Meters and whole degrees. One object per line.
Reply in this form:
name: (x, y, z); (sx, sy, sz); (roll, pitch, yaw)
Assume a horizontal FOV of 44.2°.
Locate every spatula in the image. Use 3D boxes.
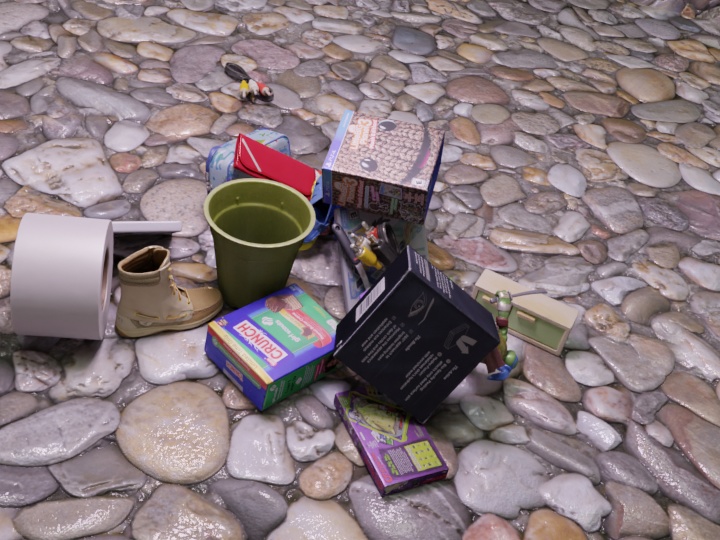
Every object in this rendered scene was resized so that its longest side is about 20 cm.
spatula: (0.000, 0.000, 1.646); (0.056, 0.021, 0.201); (-29, 94, -20)

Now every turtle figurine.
turtle figurine: (0.205, 0.089, 1.604); (0.193, 0.144, 0.201); (35, 58, -17)

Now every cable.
cable: (0.058, -0.008, 1.659); (0.050, 0.201, 0.098); (-16, 32, 39)
cable: (-0.281, -0.486, 2.251); (0.096, 0.051, 0.201); (-6, 44, -24)

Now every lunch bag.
lunch bag: (-0.231, -0.194, 1.828); (0.082, 0.162, 0.200); (22, 37, 29)

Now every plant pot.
plant pot: (-0.192, -0.032, 1.618); (0.198, 0.191, 0.201); (8, 38, -6)

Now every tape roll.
tape roll: (-0.492, 0.011, 1.473); (0.138, 0.204, 0.204); (4, 39, -11)

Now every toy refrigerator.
toy refrigerator: (0.312, 0.082, 1.716); (0.199, 0.076, 0.070); (26, 41, 14)

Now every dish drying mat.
dish drying mat: (-0.168, -0.205, 1.776); (0.199, 0.018, 0.078); (21, 61, -39)

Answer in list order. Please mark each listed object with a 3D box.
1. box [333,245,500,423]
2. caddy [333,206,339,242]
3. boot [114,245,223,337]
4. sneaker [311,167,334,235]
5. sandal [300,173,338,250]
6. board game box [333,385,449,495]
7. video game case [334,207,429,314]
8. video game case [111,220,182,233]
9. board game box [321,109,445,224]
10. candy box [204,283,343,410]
box: (0.090, 0.105, 1.462); (0.199, 0.197, 0.118); (38, 17, -13)
caddy: (0.021, -0.121, 1.821); (0.104, 0.143, 0.200); (27, 40, 26)
boot: (-0.326, 0.027, 1.535); (0.198, 0.157, 0.073); (-12, 44, -28)
sneaker: (-0.121, -0.151, 1.880); (0.107, 0.068, 0.202); (-2, 44, -22)
sandal: (-0.072, -0.132, 1.775); (0.079, 0.087, 0.201); (31, 65, -11)
board game box: (0.047, 0.269, 1.453); (0.119, 0.033, 0.201); (-5, 41, -27)
video game case: (0.047, -0.025, 1.698); (0.180, 0.022, 0.202); (-5, 85, -22)
video game case: (-0.442, -0.079, 1.651); (0.198, 0.022, 0.182); (-1, 1, -18)
board game box: (0.044, -0.195, 1.655); (0.198, 0.097, 0.161); (12, 55, 8)
candy box: (-0.141, 0.127, 1.531); (0.199, 0.078, 0.169); (-26, 54, -37)
